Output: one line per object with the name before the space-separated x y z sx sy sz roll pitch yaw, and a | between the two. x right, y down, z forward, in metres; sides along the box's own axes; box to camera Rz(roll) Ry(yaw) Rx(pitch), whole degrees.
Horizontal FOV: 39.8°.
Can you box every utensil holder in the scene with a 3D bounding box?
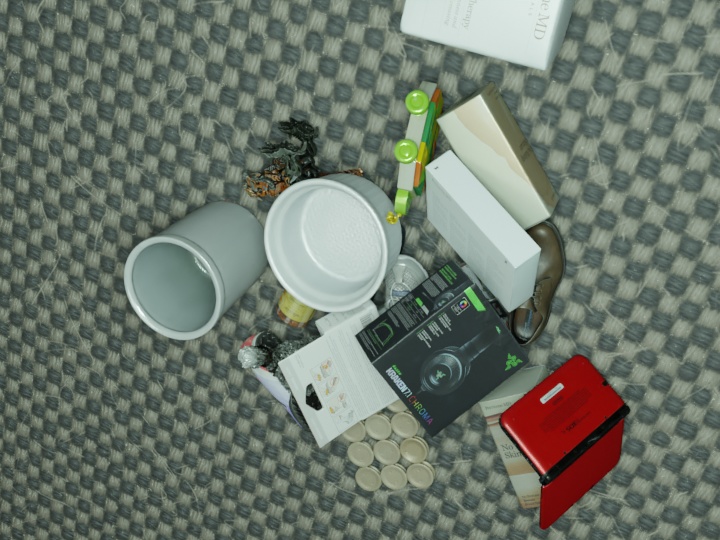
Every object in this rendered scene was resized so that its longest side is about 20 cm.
utensil holder | -0.255 -0.008 1.604 0.169 0.200 0.171 8 115 18

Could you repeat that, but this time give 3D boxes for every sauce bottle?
sauce bottle | -0.071 0.002 1.616 0.066 0.066 0.201 34 117 5

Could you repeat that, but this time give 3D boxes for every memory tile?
memory tile | 0.040 0.290 1.721 0.152 0.017 0.201 -10 107 24

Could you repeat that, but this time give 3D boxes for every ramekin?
ramekin | -0.035 -0.049 1.483 0.199 0.098 0.202 8 111 22

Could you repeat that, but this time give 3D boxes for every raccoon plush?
raccoon plush | -0.083 0.142 1.620 0.134 0.199 0.097 -30 72 29

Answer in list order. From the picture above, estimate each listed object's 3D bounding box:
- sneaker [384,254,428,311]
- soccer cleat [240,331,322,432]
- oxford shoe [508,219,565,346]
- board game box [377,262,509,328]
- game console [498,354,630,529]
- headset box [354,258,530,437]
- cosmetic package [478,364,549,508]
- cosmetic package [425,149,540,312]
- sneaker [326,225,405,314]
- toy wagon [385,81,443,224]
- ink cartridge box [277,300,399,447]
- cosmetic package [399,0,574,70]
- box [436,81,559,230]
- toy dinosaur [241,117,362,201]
sneaker | 0.073 0.074 1.539 0.074 0.082 0.202 -2 109 23
soccer cleat | -0.134 0.195 1.729 0.073 0.068 0.201 -19 109 51
oxford shoe | 0.262 0.023 1.484 0.072 0.084 0.202 10 113 19
board game box | 0.126 0.080 1.588 0.199 0.035 0.127 -28 99 28
game console | 0.306 0.259 1.516 0.173 0.199 0.119 50 148 13
headset box | 0.126 0.110 1.454 0.199 0.093 0.174 -37 119 0
cosmetic package | 0.274 0.264 1.578 0.103 0.087 0.201 -18 104 28
cosmetic package | 0.170 -0.054 1.416 0.052 0.151 0.200 -35 67 -9
sneaker | 0.000 0.000 1.587 0.078 0.066 0.201 41 115 28
toy wagon | 0.077 -0.160 1.408 0.039 0.155 0.202 12 84 10
ink cartridge box | -0.029 0.161 1.580 0.175 0.045 0.201 -29 126 -11
cosmetic package | 0.180 -0.380 1.298 0.199 0.166 0.169 18 117 12
box | 0.199 -0.158 1.427 0.077 0.095 0.201 -27 101 27
toy dinosaur | -0.095 -0.157 1.558 0.198 0.102 0.137 -11 124 6
